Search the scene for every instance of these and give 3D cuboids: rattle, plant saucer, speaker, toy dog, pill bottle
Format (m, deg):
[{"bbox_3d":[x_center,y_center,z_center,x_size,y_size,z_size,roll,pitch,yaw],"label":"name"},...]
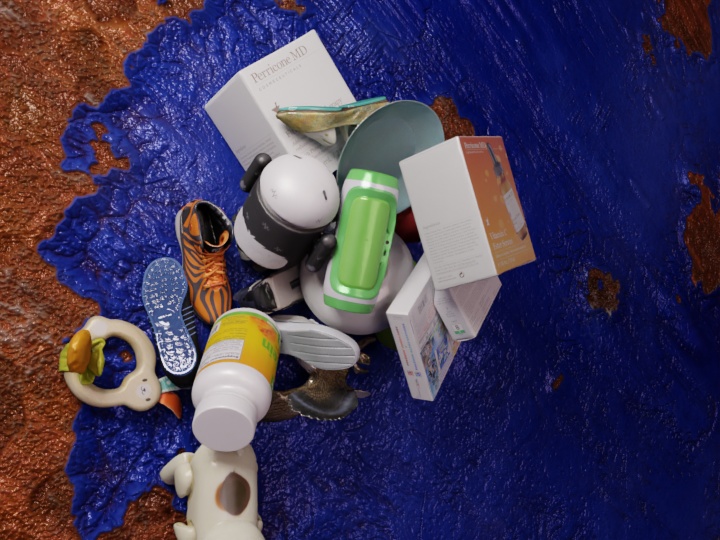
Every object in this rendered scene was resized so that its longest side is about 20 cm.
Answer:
[{"bbox_3d":[-0.313,0.145,0.818,0.200,0.143,0.131,42,45,-16],"label":"rattle"},{"bbox_3d":[0.042,-0.177,0.911,0.200,0.039,0.202,-21,135,-22],"label":"plant saucer"},{"bbox_3d":[0.001,-0.042,0.852,0.088,0.088,0.202,9,95,-33],"label":"speaker"},{"bbox_3d":[-0.185,0.350,0.821,0.139,0.194,0.201,17,38,-39],"label":"toy dog"},{"bbox_3d":[-0.178,0.154,0.832,0.111,0.111,0.201,43,22,-23],"label":"pill bottle"}]

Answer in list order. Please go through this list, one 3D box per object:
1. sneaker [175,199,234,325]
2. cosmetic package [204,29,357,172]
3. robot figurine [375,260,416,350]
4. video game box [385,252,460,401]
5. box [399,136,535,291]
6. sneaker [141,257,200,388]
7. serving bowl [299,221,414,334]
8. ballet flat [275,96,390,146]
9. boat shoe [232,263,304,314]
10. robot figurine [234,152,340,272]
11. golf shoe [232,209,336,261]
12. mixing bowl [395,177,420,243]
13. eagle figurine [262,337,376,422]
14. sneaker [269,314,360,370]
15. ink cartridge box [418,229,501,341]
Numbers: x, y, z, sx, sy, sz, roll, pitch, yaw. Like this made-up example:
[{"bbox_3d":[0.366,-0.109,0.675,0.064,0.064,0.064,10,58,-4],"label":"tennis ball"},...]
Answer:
[{"bbox_3d":[-0.235,-0.012,0.893,0.077,0.112,0.202,-17,96,-32],"label":"sneaker"},{"bbox_3d":[-0.117,-0.245,0.959,0.167,0.166,0.201,-41,107,-29],"label":"cosmetic package"},{"bbox_3d":[0.068,0.057,1.068,0.115,0.176,0.202,-8,67,-21],"label":"robot figurine"},{"bbox_3d":[0.120,0.080,0.965,0.200,0.046,0.183,-52,132,-44],"label":"video game box"},{"bbox_3d":[0.165,-0.089,0.871,0.152,0.106,0.202,-17,91,-51],"label":"box"},{"bbox_3d":[-0.285,0.080,0.871,0.069,0.078,0.201,-9,61,-18],"label":"sneaker"},{"bbox_3d":[0.000,0.000,0.945,0.198,0.066,0.202,3,72,-8],"label":"serving bowl"},{"bbox_3d":[-0.033,-0.223,0.879,0.199,0.070,0.071,-17,95,-33],"label":"ballet flat"},{"bbox_3d":[-0.133,0.027,0.991,0.200,0.092,0.075,-20,93,-61],"label":"boat shoe"},{"bbox_3d":[-0.110,-0.081,0.851,0.149,0.200,0.126,22,48,-20],"label":"robot figurine"},{"bbox_3d":[-0.125,-0.059,1.003,0.198,0.078,0.096,-3,99,-27],"label":"golf shoe"},{"bbox_3d":[0.047,-0.129,1.064,0.108,0.200,0.202,-21,99,-9],"label":"mixing bowl"},{"bbox_3d":[-0.073,0.198,0.972,0.150,0.153,0.200,27,46,15],"label":"eagle figurine"},{"bbox_3d":[-0.086,0.105,0.941,0.071,0.198,0.074,-41,138,-57],"label":"sneaker"},{"bbox_3d":[0.155,-0.011,0.953,0.201,0.050,0.161,59,41,-15],"label":"ink cartridge box"}]
